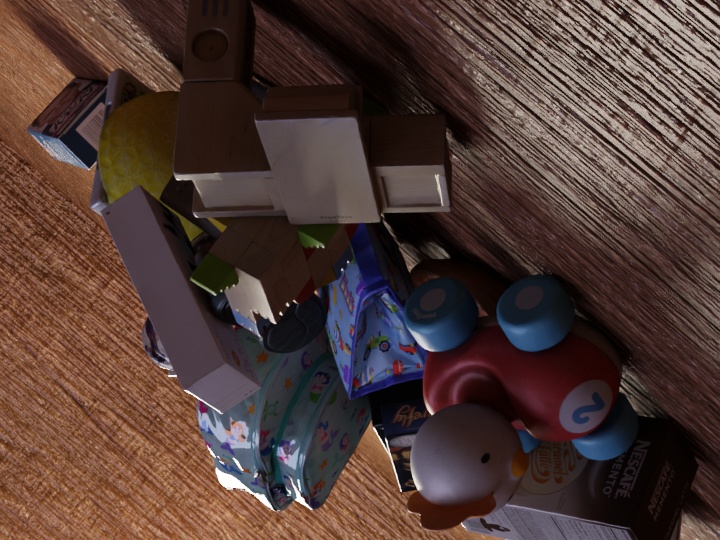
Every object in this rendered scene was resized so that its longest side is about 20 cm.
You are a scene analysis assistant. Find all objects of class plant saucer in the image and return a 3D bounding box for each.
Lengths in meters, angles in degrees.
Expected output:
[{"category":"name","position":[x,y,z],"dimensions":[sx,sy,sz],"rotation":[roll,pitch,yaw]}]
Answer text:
[{"category":"plant saucer","position":[0.131,0.055,1.602],"dimensions":[0.200,0.037,0.200],"rotation":[41,170,9]}]

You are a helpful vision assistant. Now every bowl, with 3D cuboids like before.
[{"category":"bowl","position":[-0.159,-0.106,1.760],"dimensions":[0.107,0.201,0.200],"rotation":[-28,118,33]}]

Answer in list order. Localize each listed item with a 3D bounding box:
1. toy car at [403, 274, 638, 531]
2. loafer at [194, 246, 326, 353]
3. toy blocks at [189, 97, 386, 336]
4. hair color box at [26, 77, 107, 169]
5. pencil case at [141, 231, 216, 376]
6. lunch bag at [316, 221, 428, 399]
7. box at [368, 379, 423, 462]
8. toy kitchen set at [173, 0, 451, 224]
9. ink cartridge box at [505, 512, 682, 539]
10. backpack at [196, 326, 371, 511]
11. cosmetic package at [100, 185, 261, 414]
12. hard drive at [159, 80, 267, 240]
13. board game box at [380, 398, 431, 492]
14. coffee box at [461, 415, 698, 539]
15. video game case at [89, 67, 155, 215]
[{"category":"toy car","position":[0.113,0.138,1.432],"dimensions":[0.176,0.201,0.185],"rotation":[-2,139,35]},{"category":"loafer","position":[-0.090,0.022,1.583],"dimensions":[0.063,0.072,0.200],"rotation":[52,-174,23]},{"category":"toy blocks","position":[-0.047,-0.030,1.390],"dimensions":[0.100,0.201,0.137],"rotation":[28,160,20]},{"category":"hair color box","position":[-0.366,-0.194,2.264],"dimensions":[0.061,0.100,0.200],"rotation":[46,169,-21]},{"category":"pencil case","position":[-0.159,0.036,1.710],"dimensions":[0.077,0.090,0.200],"rotation":[12,152,-16]},{"category":"lunch bag","position":[0.000,0.000,1.604],"dimensions":[0.200,0.093,0.151],"rotation":[75,179,-58]},{"category":"box","position":[0.090,0.147,1.826],"dimensions":[0.200,0.140,0.079],"rotation":[66,-169,-67]},{"category":"toy kitchen set","position":[-0.036,-0.150,1.274],"dimensions":[0.198,0.182,0.163],"rotation":[-1,157,7]},{"category":"ink cartridge box","position":[0.232,0.250,1.749],"dimensions":[0.145,0.083,0.200],"rotation":[9,169,-1]},{"category":"backpack","position":[-0.080,0.138,1.775],"dimensions":[0.150,0.178,0.201],"rotation":[16,150,28]},{"category":"cosmetic package","position":[-0.160,0.025,1.549],"dimensions":[0.201,0.050,0.083],"rotation":[61,-170,27]},{"category":"hard drive","position":[-0.077,-0.077,1.529],"dimensions":[0.200,0.140,0.033],"rotation":[32,178,41]},{"category":"board game box","position":[0.096,0.172,1.746],"dimensions":[0.200,0.134,0.035],"rotation":[74,-173,-67]},{"category":"coffee box","position":[0.185,0.185,1.552],"dimensions":[0.199,0.115,0.080],"rotation":[5,146,36]},{"category":"video game case","position":[-0.195,-0.092,1.818],"dimensions":[0.022,0.183,0.200],"rotation":[-27,134,33]}]
